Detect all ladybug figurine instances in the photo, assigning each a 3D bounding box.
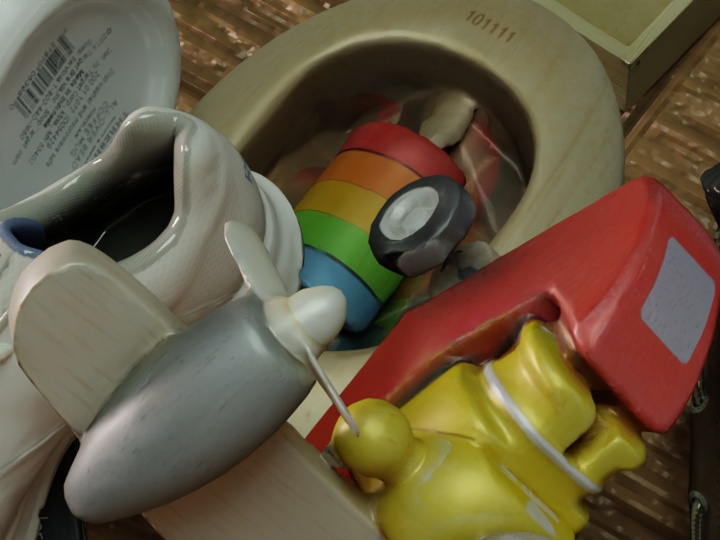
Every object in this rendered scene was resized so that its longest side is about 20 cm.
[{"bbox_3d":[0.000,0.000,0.894,0.136,0.072,0.200,31,63,20],"label":"ladybug figurine"}]

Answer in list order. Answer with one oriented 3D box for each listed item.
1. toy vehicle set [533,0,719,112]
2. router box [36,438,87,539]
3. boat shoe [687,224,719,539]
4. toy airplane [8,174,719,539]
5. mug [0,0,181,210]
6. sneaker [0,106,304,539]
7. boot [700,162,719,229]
[{"bbox_3d":[0.050,-0.151,1.018,0.200,0.027,0.124,36,64,22],"label":"toy vehicle set"},{"bbox_3d":[-0.150,0.101,0.844,0.149,0.051,0.200,-5,57,-4],"label":"router box"},{"bbox_3d":[0.117,0.018,0.861,0.075,0.075,0.203,-13,67,38],"label":"boat shoe"},{"bbox_3d":[0.006,0.080,0.756,0.200,0.200,0.141,-5,18,-26],"label":"toy airplane"},{"bbox_3d":[-0.162,-0.056,0.872,0.175,0.148,0.200,25,62,30],"label":"mug"},{"bbox_3d":[-0.104,0.029,0.799,0.074,0.087,0.200,37,77,26],"label":"sneaker"},{"bbox_3d":[0.185,0.007,0.828,0.200,0.070,0.132,-22,94,-29],"label":"boot"}]
